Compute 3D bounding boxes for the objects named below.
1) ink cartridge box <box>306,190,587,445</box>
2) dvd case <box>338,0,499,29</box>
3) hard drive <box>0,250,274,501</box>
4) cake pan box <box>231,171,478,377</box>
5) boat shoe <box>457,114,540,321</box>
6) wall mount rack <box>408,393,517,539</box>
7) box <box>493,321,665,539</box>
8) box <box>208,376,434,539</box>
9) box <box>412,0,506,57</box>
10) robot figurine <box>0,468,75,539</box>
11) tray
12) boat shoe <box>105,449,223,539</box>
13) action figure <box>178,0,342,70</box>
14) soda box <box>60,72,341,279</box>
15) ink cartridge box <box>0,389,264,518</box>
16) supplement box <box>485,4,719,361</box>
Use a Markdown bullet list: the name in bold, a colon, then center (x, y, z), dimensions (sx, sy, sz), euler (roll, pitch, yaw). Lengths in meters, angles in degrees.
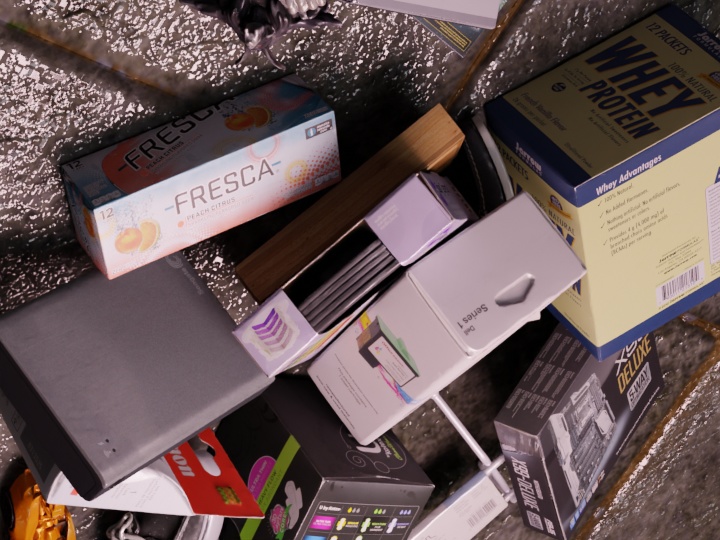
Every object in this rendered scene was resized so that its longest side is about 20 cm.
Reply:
- **ink cartridge box**: center (0.066, 0.039, 1.495), dimensions (0.144, 0.084, 0.200), euler (-34, 174, -34)
- **dvd case**: center (0.057, -0.275, 1.300), dimensions (0.149, 0.025, 0.202), euler (2, 101, -46)
- **hard drive**: center (-0.165, 0.065, 1.351), dimensions (0.033, 0.140, 0.200), euler (-43, 172, 37)
- **cake pan box**: center (0.000, 0.000, 1.441), dimensions (0.184, 0.052, 0.200), euler (-42, 175, 7)
- **boat shoe**: center (0.101, -0.035, 1.568), dimensions (0.060, 0.074, 0.201), euler (-17, 128, 0)
- **wall mount rack**: center (0.060, 0.197, 1.718), dimensions (0.200, 0.075, 0.174), euler (-41, 140, -4)
- **box**: center (0.202, 0.119, 1.717), dimensions (0.200, 0.049, 0.159), euler (-52, 143, -30)
- **box**: center (-0.056, 0.212, 1.584), dimensions (0.123, 0.149, 0.201), euler (8, 117, -38)
- **box**: center (0.053, -0.261, 1.378), dimensions (0.137, 0.038, 0.199), euler (-50, 136, 7)
- **robot figurine**: center (-0.290, 0.248, 1.507), dimensions (0.144, 0.058, 0.202), euler (-11, 127, -28)
- **tray**: center (-0.008, -0.046, 1.463), dimensions (0.200, 0.037, 0.099), euler (-40, 177, -4)
- **boat shoe**: center (-0.181, 0.233, 1.565), dimensions (0.068, 0.074, 0.200), euler (-1, 133, -52)
- **action figure**: center (-0.071, -0.214, 1.271), dimensions (0.117, 0.102, 0.202), euler (10, 121, 9)
- **soda box**: center (-0.115, -0.071, 1.385), dimensions (0.198, 0.064, 0.069), euler (-24, 133, -20)
- **ink cartridge box**: center (-0.171, 0.113, 1.413), dimensions (0.199, 0.162, 0.050), euler (8, 122, -40)
- **supplement box**: center (0.232, -0.074, 1.583), dimensions (0.199, 0.134, 0.201), euler (-29, 135, -14)
